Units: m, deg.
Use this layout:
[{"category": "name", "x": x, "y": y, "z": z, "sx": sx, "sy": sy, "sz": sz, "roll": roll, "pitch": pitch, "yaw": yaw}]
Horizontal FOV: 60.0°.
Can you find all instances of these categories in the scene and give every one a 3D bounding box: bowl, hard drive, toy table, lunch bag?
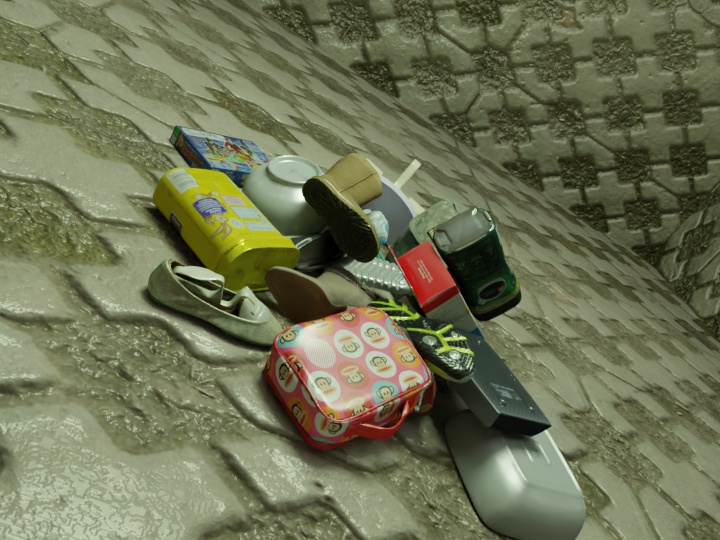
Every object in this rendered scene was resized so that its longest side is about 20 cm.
[{"category": "bowl", "x": 0.235, "y": 0.287, "z": 0.910, "sx": 0.199, "sy": 0.075, "sz": 0.201, "roll": 24, "pitch": 27, "yaw": -29}, {"category": "hard drive", "x": 0.184, "y": 0.162, "z": 0.932, "sx": 0.134, "sy": 0.043, "sz": 0.200, "roll": 20, "pitch": 23, "yaw": -35}, {"category": "toy table", "x": 0.059, "y": -0.158, "z": 1.385, "sx": 0.201, "sy": 0.183, "sz": 0.117, "roll": 51, "pitch": 38, "yaw": -11}, {"category": "lunch bag", "x": -0.006, "y": 0.140, "z": 0.805, "sx": 0.199, "sy": 0.082, "sz": 0.176, "roll": -11, "pitch": 49, "yaw": -40}, {"category": "bowl", "x": -0.123, "y": -0.143, "z": 1.112, "sx": 0.199, "sy": 0.091, "sz": 0.202, "roll": 8, "pitch": 37, "yaw": -6}, {"category": "lunch bag", "x": 0.146, "y": -0.020, "z": 1.192, "sx": 0.117, "sy": 0.201, "sz": 0.165, "roll": 17, "pitch": 30, "yaw": -35}]

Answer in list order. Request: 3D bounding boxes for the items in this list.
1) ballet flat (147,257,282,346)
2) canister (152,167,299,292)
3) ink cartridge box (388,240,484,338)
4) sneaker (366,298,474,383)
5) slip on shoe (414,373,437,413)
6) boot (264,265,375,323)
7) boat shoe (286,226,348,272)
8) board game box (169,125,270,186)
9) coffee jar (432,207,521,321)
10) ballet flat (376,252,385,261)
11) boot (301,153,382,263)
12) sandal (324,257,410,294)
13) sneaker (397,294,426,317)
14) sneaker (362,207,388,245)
[{"category": "ballet flat", "x": -0.178, "y": 0.042, "z": 0.819, "sx": 0.199, "sy": 0.063, "sz": 0.068, "roll": 24, "pitch": 27, "yaw": -25}, {"category": "canister", "x": -0.206, "y": -0.066, "z": 0.951, "sx": 0.200, "sy": 0.087, "sz": 0.148, "roll": 46, "pitch": 26, "yaw": 24}, {"category": "ink cartridge box", "x": 0.125, "y": 0.038, "z": 1.024, "sx": 0.200, "sy": 0.067, "sz": 0.117, "roll": 55, "pitch": 6, "yaw": -44}, {"category": "sneaker", "x": 0.086, "y": 0.111, "z": 0.902, "sx": 0.075, "sy": 0.077, "sz": 0.199, "roll": -19, "pitch": 34, "yaw": -34}, {"category": "slip on shoe", "x": 0.089, "y": 0.158, "z": 0.973, "sx": 0.200, "sy": 0.073, "sz": 0.062, "roll": -72, "pitch": 149, "yaw": -74}, {"category": "boot", "x": -0.054, "y": 0.033, "z": 0.990, "sx": 0.200, "sy": 0.070, "sz": 0.147, "roll": 40, "pitch": 25, "yaw": -14}, {"category": "boat shoe", "x": -0.054, "y": -0.040, "z": 1.055, "sx": 0.199, "sy": 0.075, "sz": 0.060, "roll": -11, "pitch": 19, "yaw": -40}, {"category": "board game box", "x": -0.255, "y": -0.217, "z": 1.220, "sx": 0.136, "sy": 0.035, "sz": 0.199, "roll": 48, "pitch": 27, "yaw": 26}, {"category": "coffee jar", "x": 0.202, "y": -0.004, "z": 1.056, "sx": 0.201, "sy": 0.104, "sz": 0.086, "roll": 58, "pitch": 8, "yaw": -40}, {"category": "ballet flat", "x": -0.029, "y": -0.057, "z": 1.196, "sx": 0.199, "sy": 0.068, "sz": 0.070, "roll": 36, "pitch": 12, "yaw": -3}, {"category": "boot", "x": 0.000, "y": -0.118, "z": 1.080, "sx": 0.176, "sy": 0.066, "sz": 0.200, "roll": 53, "pitch": 28, "yaw": -3}, {"category": "sandal", "x": -0.003, "y": 0.005, "z": 1.136, "sx": 0.201, "sy": 0.050, "sz": 0.083, "roll": 22, "pitch": 44, "yaw": 6}, {"category": "sneaker", "x": 0.071, "y": 0.089, "z": 1.061, "sx": 0.074, "sy": 0.081, "sz": 0.200, "roll": 61, "pitch": 8, "yaw": 20}, {"category": "sneaker", "x": 0.008, "y": -0.087, "z": 1.271, "sx": 0.071, "sy": 0.073, "sz": 0.200, "roll": -17, "pitch": 12, "yaw": -9}]
